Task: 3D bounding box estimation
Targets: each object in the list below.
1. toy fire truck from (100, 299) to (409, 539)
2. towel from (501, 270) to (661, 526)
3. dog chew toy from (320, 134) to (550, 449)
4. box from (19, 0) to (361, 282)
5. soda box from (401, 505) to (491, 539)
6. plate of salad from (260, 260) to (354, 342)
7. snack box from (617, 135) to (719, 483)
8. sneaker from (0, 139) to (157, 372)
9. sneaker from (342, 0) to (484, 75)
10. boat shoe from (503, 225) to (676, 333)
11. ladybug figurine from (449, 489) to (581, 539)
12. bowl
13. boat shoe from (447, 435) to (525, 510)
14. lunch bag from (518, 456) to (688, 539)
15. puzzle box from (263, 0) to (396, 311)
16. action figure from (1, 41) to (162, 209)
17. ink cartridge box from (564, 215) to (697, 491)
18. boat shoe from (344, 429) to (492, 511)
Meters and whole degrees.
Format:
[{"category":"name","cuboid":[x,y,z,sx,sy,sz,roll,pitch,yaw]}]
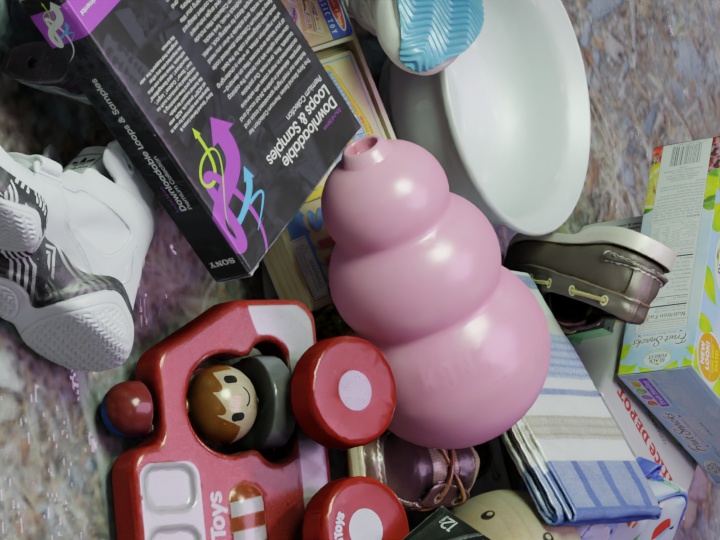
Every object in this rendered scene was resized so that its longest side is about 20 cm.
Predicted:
[{"category":"toy fire truck","cuboid":[-0.072,0.118,1.539,0.167,0.112,0.202,-1,82,-38]},{"category":"towel","cuboid":[0.118,0.082,1.740,0.147,0.024,0.201,4,53,-58]},{"category":"dog chew toy","cuboid":[0.038,0.009,1.589,0.125,0.124,0.201,-56,131,-46]},{"category":"box","cuboid":[-0.091,-0.114,1.480,0.200,0.036,0.143,56,46,-21]},{"category":"soda box","cuboid":[0.070,0.241,1.557,0.063,0.071,0.201,-36,131,-22]},{"category":"plate of salad","cuboid":[0.000,0.000,1.717,0.200,0.048,0.202,19,67,-53]},{"category":"snack box","cuboid":[0.266,0.030,1.945,0.169,0.067,0.201,46,45,-42]},{"category":"sneaker","cuboid":[-0.178,-0.043,1.435,0.200,0.075,0.115,54,40,-42]},{"category":"sneaker","cuboid":[0.026,-0.181,1.712,0.076,0.081,0.201,35,27,-25]},{"category":"boat shoe","cuboid":[0.150,0.011,1.839,0.072,0.200,0.060,26,77,-22]},{"category":"ladybug figurine","cuboid":[0.078,0.241,1.683,0.072,0.135,0.201,-10,116,-78]},{"category":"bowl","cuboid":[0.074,-0.118,1.820,0.201,0.090,0.203,20,65,-54]},{"category":"boat shoe","cuboid":[0.088,0.073,1.817,0.073,0.066,0.202,4,80,-57]},{"category":"lunch bag","cuboid":[0.147,0.203,1.814,0.200,0.075,0.161,-9,124,-60]},{"category":"puzzle box","cuboid":[-0.032,-0.081,1.655,0.133,0.025,0.201,-23,92,-46]},{"category":"action figure","cuboid":[-0.119,-0.110,1.530,0.200,0.069,0.131,27,70,-45]},{"category":"ink cartridge box","cuboid":[0.200,0.079,1.971,0.145,0.084,0.201,58,39,-31]},{"category":"boat shoe","cuboid":[0.041,0.121,1.683,0.200,0.071,0.073,21,64,-73]}]
